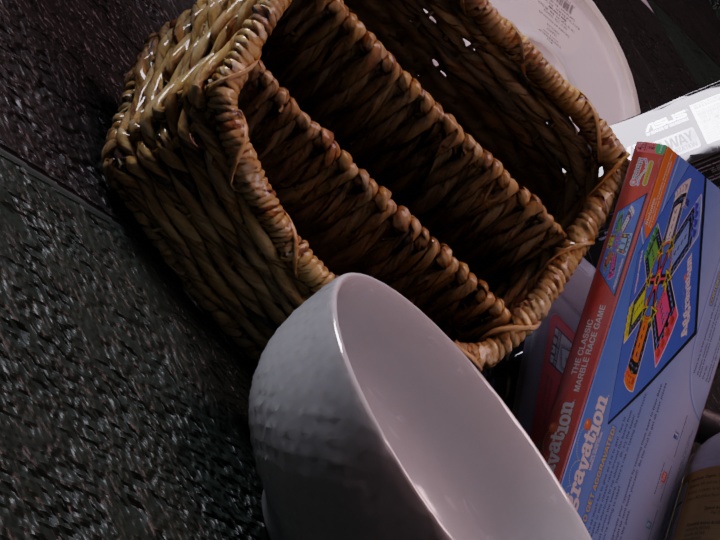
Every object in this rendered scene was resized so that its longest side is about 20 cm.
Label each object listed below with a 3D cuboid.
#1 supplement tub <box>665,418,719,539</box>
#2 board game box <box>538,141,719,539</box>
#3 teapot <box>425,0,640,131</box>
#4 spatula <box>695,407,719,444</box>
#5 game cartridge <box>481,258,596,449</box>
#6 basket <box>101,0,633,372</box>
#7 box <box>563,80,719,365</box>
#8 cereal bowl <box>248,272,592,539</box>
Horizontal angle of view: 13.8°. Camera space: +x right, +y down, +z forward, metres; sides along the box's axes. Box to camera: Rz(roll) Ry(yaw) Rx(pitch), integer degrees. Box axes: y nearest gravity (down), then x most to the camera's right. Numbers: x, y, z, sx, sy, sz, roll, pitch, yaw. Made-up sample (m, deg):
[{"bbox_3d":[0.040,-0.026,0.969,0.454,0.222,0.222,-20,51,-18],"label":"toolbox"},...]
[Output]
[{"bbox_3d":[0.208,0.160,1.402,0.145,0.144,0.200,40,62,-44],"label":"supplement tub"},{"bbox_3d":[0.129,0.052,1.382,0.019,0.200,0.103,10,-14,36],"label":"board game box"},{"bbox_3d":[0.043,-0.078,1.621,0.197,0.146,0.201,-11,81,-45],"label":"teapot"},{"bbox_3d":[0.135,0.067,1.555,0.200,0.057,0.021,17,28,-38],"label":"spatula"},{"bbox_3d":[0.101,0.090,1.439,0.133,0.041,0.200,46,44,-41],"label":"game cartridge"},{"bbox_3d":[0.004,-0.042,1.327,0.200,0.149,0.143,46,32,-22],"label":"basket"},{"bbox_3d":[0.139,-0.003,1.539,0.158,0.200,0.050,65,4,-47],"label":"box"},{"bbox_3d":[0.019,0.103,1.223,0.200,0.083,0.200,50,14,-18],"label":"cereal bowl"}]
